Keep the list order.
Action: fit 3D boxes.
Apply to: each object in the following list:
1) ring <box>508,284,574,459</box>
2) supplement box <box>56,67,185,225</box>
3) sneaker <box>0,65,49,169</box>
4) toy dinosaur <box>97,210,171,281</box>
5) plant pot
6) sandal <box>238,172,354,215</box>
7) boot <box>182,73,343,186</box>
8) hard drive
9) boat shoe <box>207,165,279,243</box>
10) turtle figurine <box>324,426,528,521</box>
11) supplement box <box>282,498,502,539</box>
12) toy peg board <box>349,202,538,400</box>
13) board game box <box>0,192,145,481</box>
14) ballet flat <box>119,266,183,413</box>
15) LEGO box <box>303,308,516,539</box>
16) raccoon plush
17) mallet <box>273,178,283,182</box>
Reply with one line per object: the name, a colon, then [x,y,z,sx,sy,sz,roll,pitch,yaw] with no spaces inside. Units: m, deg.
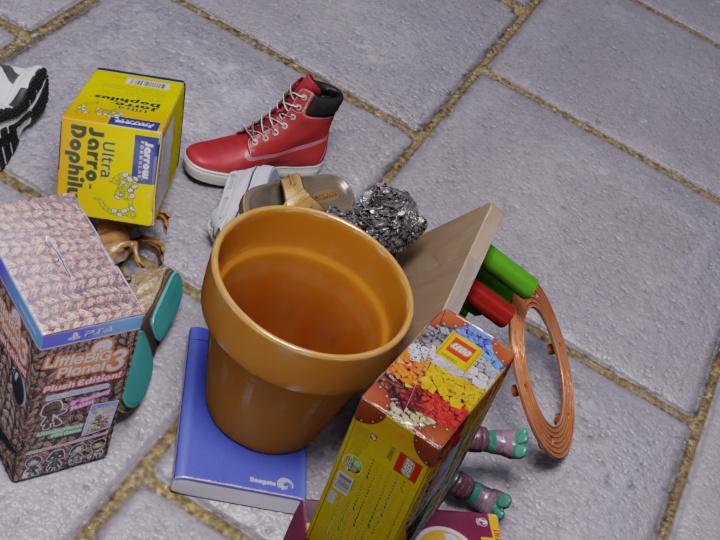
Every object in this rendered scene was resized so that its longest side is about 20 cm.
ring: [0.196,0.107,1.377,0.019,0.202,0.201,-14,32,24]
supplement box: [-0.266,-0.143,1.405,0.108,0.110,0.201,8,23,-4]
sneaker: [-0.434,-0.177,1.456,0.079,0.075,0.201,10,35,6]
toy dinosaur: [-0.268,-0.052,1.393,0.105,0.061,0.201,7,42,-17]
plant pot: [-0.070,0.072,1.213,0.198,0.184,0.202,14,40,-12]
sandal: [-0.064,-0.077,1.398,0.199,0.054,0.081,-24,78,-51]
boot: [-0.119,-0.180,1.542,0.198,0.145,0.073,-10,50,-32]
hard drive: [-0.119,0.148,1.271,0.130,0.026,0.201,13,41,-13]
boat shoe: [-0.144,-0.048,1.456,0.066,0.074,0.201,-1,36,13]
turtle figurine: [0.065,0.178,1.254,0.198,0.151,0.101,19,15,-20]
supplement box: [0.033,0.285,1.145,0.197,0.086,0.111,8,42,-18]
toy peg board: [0.084,0.059,1.307,0.097,0.200,0.201,34,65,-16]
board game box: [-0.290,0.061,1.146,0.096,0.201,0.160,-12,50,-35]
ballet flat: [-0.238,0.071,1.282,0.064,0.071,0.201,-1,35,13]
LEGO box: [0.039,0.157,1.065,0.077,0.201,0.149,32,40,14]
raccoon plush: [0.000,0.000,1.323,0.096,0.134,0.202,25,67,-18]
mallet: [-0.104,-0.032,1.413,0.041,0.067,0.201,-2,32,18]
